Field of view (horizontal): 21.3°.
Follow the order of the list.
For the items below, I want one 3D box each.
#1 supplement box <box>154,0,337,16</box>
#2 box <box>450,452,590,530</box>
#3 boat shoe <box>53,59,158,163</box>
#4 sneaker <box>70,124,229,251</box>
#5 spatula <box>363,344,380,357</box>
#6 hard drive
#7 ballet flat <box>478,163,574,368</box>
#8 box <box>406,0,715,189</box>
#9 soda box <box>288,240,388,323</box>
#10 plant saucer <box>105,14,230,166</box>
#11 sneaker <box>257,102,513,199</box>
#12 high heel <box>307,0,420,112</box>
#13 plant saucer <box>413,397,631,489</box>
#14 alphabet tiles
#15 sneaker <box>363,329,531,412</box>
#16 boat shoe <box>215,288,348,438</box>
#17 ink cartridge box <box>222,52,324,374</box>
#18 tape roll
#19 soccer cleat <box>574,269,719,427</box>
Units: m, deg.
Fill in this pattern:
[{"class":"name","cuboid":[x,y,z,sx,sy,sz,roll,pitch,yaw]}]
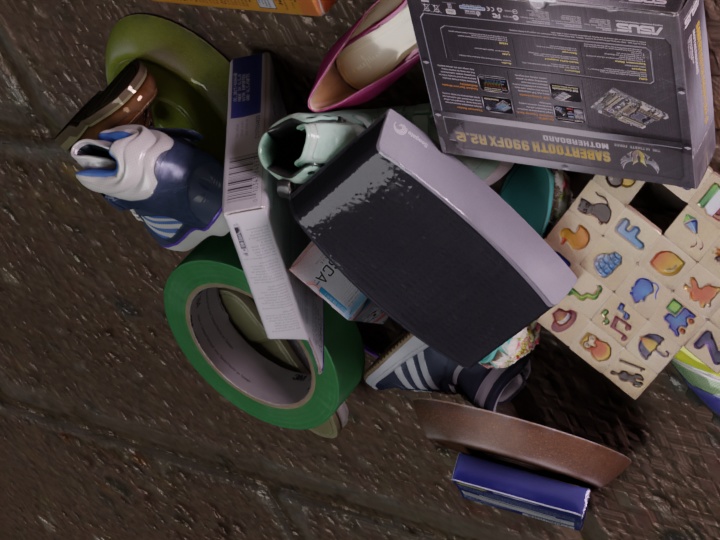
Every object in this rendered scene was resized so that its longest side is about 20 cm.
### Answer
[{"class":"supplement box","cuboid":[-0.091,-0.246,1.481,0.199,0.067,0.069,10,138,43]},{"class":"box","cuboid":[0.146,0.199,1.721,0.120,0.033,0.200,15,172,8]},{"class":"boat shoe","cuboid":[-0.213,-0.133,1.724,0.068,0.072,0.200,43,161,-12]},{"class":"sneaker","cuboid":[-0.191,-0.082,1.686,0.146,0.081,0.200,27,169,-19]},{"class":"spatula","cuboid":[-0.021,0.033,1.783,0.056,0.021,0.200,28,158,37]},{"class":"hard drive","cuboid":[0.052,-0.016,1.447,0.200,0.042,0.135,41,125,-16]},{"class":"ballet flat","cuboid":[0.132,-0.012,1.517,0.076,0.064,0.201,45,130,36]},{"class":"box","cuboid":[0.140,-0.141,1.323,0.199,0.048,0.159,10,140,25]},{"class":"soda box","cuboid":[0.000,0.000,1.608,0.068,0.064,0.200,40,-176,8]},{"class":"plant saucer","cuboid":[-0.162,-0.143,1.742,0.199,0.031,0.201,30,149,20]},{"class":"sneaker","cuboid":[0.017,-0.090,1.464,0.199,0.118,0.074,-3,91,35]},{"class":"high heel","cuboid":[0.027,-0.178,1.399,0.067,0.096,0.200,49,151,-9]},{"class":"plant saucer","cuboid":[0.138,0.155,1.681,0.199,0.035,0.200,17,173,2]},{"class":"alphabet tiles","cuboid":[0.221,0.004,1.427,0.167,0.008,0.200,38,128,4]},{"class":"sneaker","cuboid":[0.081,0.091,1.726,0.108,0.070,0.200,44,148,-1]},{"class":"boat shoe","cuboid":[-0.064,0.074,1.877,0.074,0.068,0.201,-3,127,46]},{"class":"ink cartridge box","cuboid":[-0.072,-0.046,1.614,0.040,0.200,0.201,-10,133,8]},{"class":"tape roll","cuboid":[-0.090,0.057,1.777,0.200,0.048,0.201,26,142,22]},{"class":"soccer cleat","cuboid":[0.247,0.036,1.474,0.200,0.065,0.084,42,132,3]}]
